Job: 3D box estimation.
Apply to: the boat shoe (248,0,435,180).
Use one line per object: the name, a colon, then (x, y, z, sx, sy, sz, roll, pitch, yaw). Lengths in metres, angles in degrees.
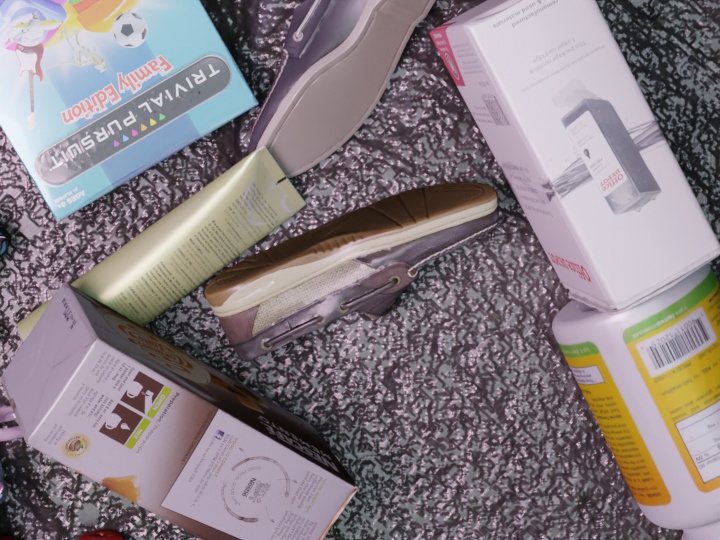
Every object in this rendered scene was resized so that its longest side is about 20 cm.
boat shoe: (-0.015, -0.151, 1.319, 0.063, 0.073, 0.200, 40, 99, 35)

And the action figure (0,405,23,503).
action figure: (-0.319, 0.118, 1.271, 0.199, 0.134, 0.149, 29, 92, -10)

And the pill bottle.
pill bottle: (0.215, 0.098, 1.327, 0.111, 0.111, 0.201, -27, 98, -2)

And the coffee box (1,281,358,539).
coffee box: (-0.114, 0.101, 1.268, 0.200, 0.114, 0.080, 32, 96, -24)

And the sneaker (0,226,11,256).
sneaker: (-0.270, -0.034, 1.302, 0.089, 0.078, 0.201, -3, 100, -24)

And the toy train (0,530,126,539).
toy train: (-0.163, 0.220, 1.303, 0.199, 0.116, 0.085, -2, 96, -5)

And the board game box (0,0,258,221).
board game box: (-0.179, -0.156, 1.298, 0.150, 0.047, 0.201, -30, 97, -1)

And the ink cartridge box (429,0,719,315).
ink cartridge box: (0.133, -0.082, 1.284, 0.084, 0.146, 0.201, -27, 98, -3)

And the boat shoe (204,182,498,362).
boat shoe: (0.000, 0.000, 1.324, 0.199, 0.073, 0.065, -20, 108, 1)

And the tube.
tube: (-0.128, -0.003, 1.316, 0.200, 0.058, 0.052, -36, 97, 1)
